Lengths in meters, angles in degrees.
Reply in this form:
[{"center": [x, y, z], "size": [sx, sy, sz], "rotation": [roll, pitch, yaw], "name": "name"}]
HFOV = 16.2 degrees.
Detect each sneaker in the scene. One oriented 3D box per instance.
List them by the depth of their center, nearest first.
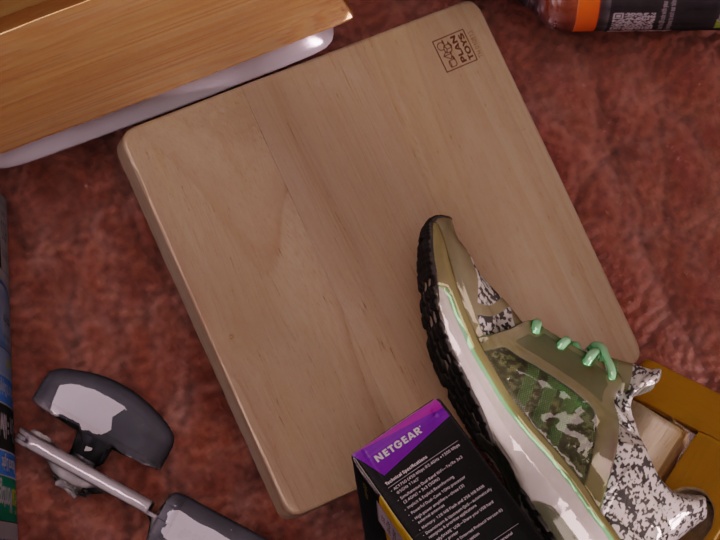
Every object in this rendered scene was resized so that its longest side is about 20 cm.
[{"center": [0.093, 0.056, 1.180], "size": [0.088, 0.077, 0.201], "rotation": [-29, 91, -9], "name": "sneaker"}]

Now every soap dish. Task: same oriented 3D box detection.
[{"center": [-0.121, -0.148, 1.242], "size": [0.199, 0.081, 0.158], "rotation": [-21, 45, -2], "name": "soap dish"}]

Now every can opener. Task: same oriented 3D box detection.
[{"center": [-0.078, 0.115, 1.256], "size": [0.199, 0.053, 0.067], "rotation": [27, 84, 1], "name": "can opener"}]

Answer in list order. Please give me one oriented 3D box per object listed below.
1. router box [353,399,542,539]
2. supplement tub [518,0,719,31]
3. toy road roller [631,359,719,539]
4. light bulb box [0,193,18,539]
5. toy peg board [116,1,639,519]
[{"center": [0.060, 0.158, 1.159], "size": [0.051, 0.200, 0.149], "rotation": [-33, 71, -10], "name": "router box"}, {"center": [0.148, -0.173, 1.267], "size": [0.199, 0.107, 0.108], "rotation": [0, 83, -1], "name": "supplement tub"}, {"center": [0.190, 0.148, 1.239], "size": [0.200, 0.146, 0.123], "rotation": [28, 82, 40], "name": "toy road roller"}, {"center": [-0.235, 0.053, 1.188], "size": [0.124, 0.198, 0.201], "rotation": [-3, 84, 0], "name": "light bulb box"}, {"center": [0.000, 0.000, 1.265], "size": [0.198, 0.098, 0.201], "rotation": [-23, 84, -20], "name": "toy peg board"}]
